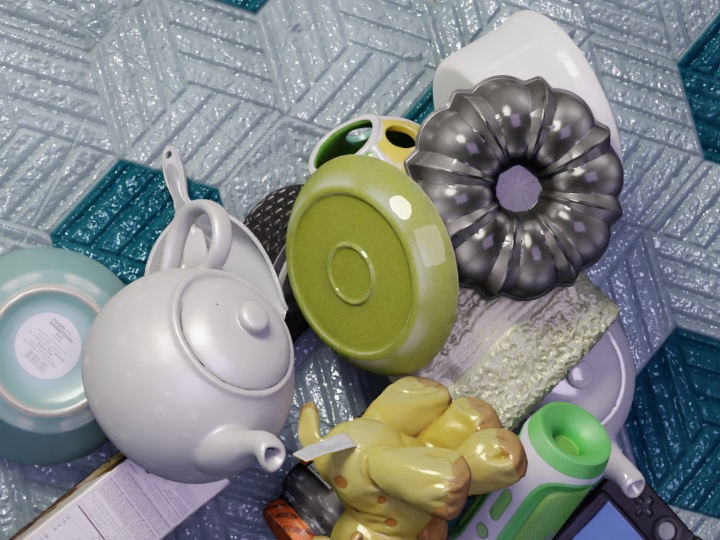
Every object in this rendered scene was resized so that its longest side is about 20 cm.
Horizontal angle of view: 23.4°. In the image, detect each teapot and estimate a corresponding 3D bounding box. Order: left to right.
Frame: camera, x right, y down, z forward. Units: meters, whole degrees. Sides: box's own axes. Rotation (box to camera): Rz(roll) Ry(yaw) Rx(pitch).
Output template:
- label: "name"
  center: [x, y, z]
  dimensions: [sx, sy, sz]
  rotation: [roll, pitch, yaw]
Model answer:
- label: "teapot"
  center: [-0.128, 0.068, 1.461]
  dimensions: [0.200, 0.146, 0.198]
  rotation: [44, 38, -4]
- label: "teapot"
  center: [0.180, 0.095, 1.648]
  dimensions: [0.199, 0.146, 0.199]
  rotation: [16, 81, -11]

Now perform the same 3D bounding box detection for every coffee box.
- label: "coffee box"
  center: [-0.223, 0.221, 1.552]
  dimensions: [0.200, 0.113, 0.080]
  rotation: [-38, 95, -13]

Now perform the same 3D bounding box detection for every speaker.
- label: "speaker"
  center: [0.150, 0.212, 1.587]
  dimensions: [0.088, 0.200, 0.089]
  rotation: [18, 39, -15]

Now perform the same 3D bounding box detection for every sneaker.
- label: "sneaker"
  center: [-0.080, 0.017, 1.642]
  dimensions: [0.083, 0.071, 0.201]
  rotation: [40, 63, -47]

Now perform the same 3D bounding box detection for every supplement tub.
- label: "supplement tub"
  center: [0.015, 0.198, 1.609]
  dimensions: [0.200, 0.122, 0.123]
  rotation: [-38, 94, -13]

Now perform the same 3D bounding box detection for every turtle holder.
- label: "turtle holder"
  center: [0.034, -0.074, 1.587]
  dimensions: [0.132, 0.185, 0.141]
  rotation: [49, 56, -30]

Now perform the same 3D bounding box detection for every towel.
- label: "towel"
  center: [0.122, 0.059, 1.559]
  dimensions: [0.200, 0.036, 0.148]
  rotation: [-43, 85, -3]

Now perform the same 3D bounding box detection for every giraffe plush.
- label: "giraffe plush"
  center: [0.031, 0.205, 1.479]
  dimensions: [0.199, 0.173, 0.163]
  rotation: [-8, 117, -22]

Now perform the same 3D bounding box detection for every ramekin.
- label: "ramekin"
  center: [0.151, -0.133, 1.632]
  dimensions: [0.097, 0.200, 0.201]
  rotation: [-25, 91, -15]

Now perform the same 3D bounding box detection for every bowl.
- label: "bowl"
  center: [-0.281, 0.075, 1.555]
  dimensions: [0.200, 0.105, 0.202]
  rotation: [1, 86, -14]

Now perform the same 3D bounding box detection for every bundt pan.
- label: "bundt pan"
  center: [0.138, -0.071, 1.500]
  dimensions: [0.201, 0.076, 0.203]
  rotation: [0, 92, -4]

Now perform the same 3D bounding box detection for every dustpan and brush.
- label: "dustpan and brush"
  center: [-0.153, -0.025, 1.611]
  dimensions: [0.139, 0.057, 0.201]
  rotation: [-24, 56, 16]

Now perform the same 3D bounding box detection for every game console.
- label: "game console"
  center: [0.261, 0.312, 1.663]
  dimensions: [0.200, 0.119, 0.172]
  rotation: [-44, 96, -14]

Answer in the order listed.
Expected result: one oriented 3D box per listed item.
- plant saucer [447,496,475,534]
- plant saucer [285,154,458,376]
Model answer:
- label: "plant saucer"
  center: [0.084, 0.265, 1.674]
  dimensions: [0.199, 0.019, 0.070]
  rotation: [-22, 91, -14]
- label: "plant saucer"
  center: [0.000, 0.000, 1.522]
  dimensions: [0.031, 0.200, 0.201]
  rotation: [-21, 90, -45]
